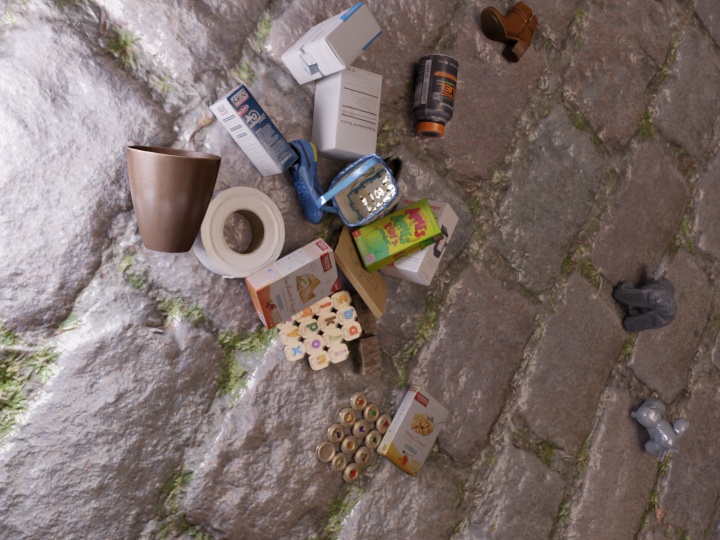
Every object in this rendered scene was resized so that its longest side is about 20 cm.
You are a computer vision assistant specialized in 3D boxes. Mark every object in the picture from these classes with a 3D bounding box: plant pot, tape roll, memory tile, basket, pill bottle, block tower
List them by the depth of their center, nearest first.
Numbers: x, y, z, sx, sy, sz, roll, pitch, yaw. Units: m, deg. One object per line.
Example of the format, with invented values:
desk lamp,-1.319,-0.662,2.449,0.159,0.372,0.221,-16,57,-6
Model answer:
plant pot,-0.386,-0.143,1.433,0.187,0.187,0.201,-1,105,-33
tape roll,-0.271,-0.083,1.555,0.202,0.071,0.203,0,90,-34
basket,0.000,-0.185,1.632,0.139,0.176,0.200,59,14,11
block tower,0.006,0.154,1.745,0.054,0.058,0.201,-11,98,-33
memory tile,-0.013,0.417,1.755,0.153,0.017,0.200,46,67,-24
pill bottle,0.195,-0.453,1.837,0.106,0.106,0.201,9,86,-33

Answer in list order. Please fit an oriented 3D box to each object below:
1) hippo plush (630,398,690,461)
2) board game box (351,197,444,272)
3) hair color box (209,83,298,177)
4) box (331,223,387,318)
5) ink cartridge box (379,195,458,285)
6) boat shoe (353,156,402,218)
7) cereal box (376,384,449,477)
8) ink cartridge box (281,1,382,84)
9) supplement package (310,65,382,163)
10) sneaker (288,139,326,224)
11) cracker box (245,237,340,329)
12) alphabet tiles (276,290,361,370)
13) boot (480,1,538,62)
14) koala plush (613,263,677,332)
hippo plush,0.980,0.525,2.352,0.161,0.159,0.200,49,45,10
board game box,0.090,-0.085,1.695,0.102,0.200,0.048,69,9,25
hair color box,-0.236,-0.308,1.560,0.061,0.100,0.200,-48,114,-24
box,0.000,0.000,1.695,0.200,0.021,0.164,55,19,-18
ink cartridge box,0.138,-0.079,1.767,0.084,0.145,0.200,46,65,-51
boat shoe,0.042,-0.201,1.761,0.072,0.068,0.200,37,75,-27
cereal box,0.140,0.420,1.834,0.144,0.039,0.200,42,69,-33
ink cartridge box,-0.069,-0.518,1.609,0.147,0.200,0.086,-50,116,-22
supplement package,-0.035,-0.371,1.678,0.120,0.121,0.201,7,87,-33
sneaker,-0.134,-0.206,1.636,0.078,0.066,0.201,-11,91,-52
cracker box,-0.149,0.030,1.586,0.200,0.058,0.134,-31,140,-19
alphabet tiles,-0.101,0.131,1.674,0.195,0.015,0.200,-19,93,-18
boot,0.433,-0.718,2.007,0.200,0.077,0.155,39,72,-30
koala plush,0.978,0.088,2.321,0.200,0.184,0.178,-35,109,-40
